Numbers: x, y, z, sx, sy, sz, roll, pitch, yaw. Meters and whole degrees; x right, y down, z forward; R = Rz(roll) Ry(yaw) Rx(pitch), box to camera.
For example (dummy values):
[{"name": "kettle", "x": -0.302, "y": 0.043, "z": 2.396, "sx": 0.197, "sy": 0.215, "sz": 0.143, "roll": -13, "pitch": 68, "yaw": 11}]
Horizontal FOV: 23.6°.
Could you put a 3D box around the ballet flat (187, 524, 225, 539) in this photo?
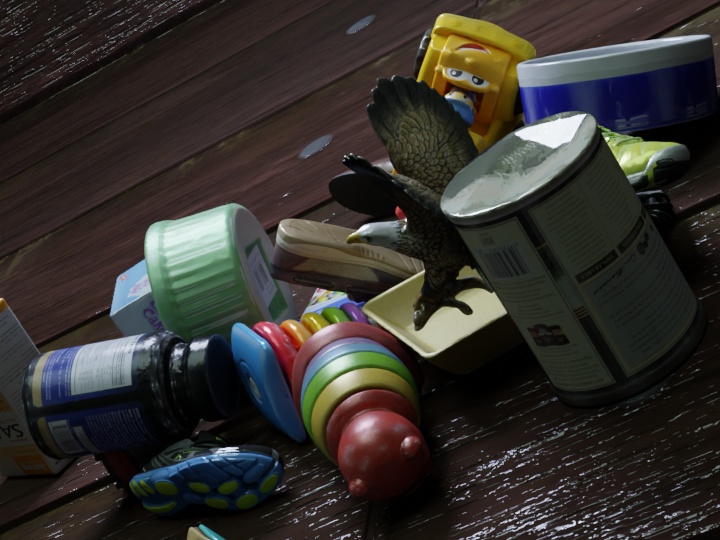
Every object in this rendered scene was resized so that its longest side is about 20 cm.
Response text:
[{"name": "ballet flat", "x": -0.109, "y": 0.262, "z": 1.445, "sx": 0.063, "sy": 0.069, "sz": 0.200, "roll": -54, "pitch": 24, "yaw": -14}]

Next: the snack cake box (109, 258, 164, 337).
[{"name": "snack cake box", "x": -0.224, "y": 0.057, "z": 1.969, "sx": 0.067, "sy": 0.115, "sz": 0.200, "roll": -32, "pitch": 14, "yaw": 2}]

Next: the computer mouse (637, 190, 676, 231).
[{"name": "computer mouse", "x": 0.244, "y": -0.047, "z": 1.580, "sx": 0.109, "sy": 0.044, "sz": 0.200, "roll": -9, "pitch": 2, "yaw": 17}]

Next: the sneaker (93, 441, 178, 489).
[{"name": "sneaker", "x": -0.230, "y": 0.156, "z": 1.852, "sx": 0.098, "sy": 0.071, "sz": 0.200, "roll": -31, "pitch": 23, "yaw": 7}]

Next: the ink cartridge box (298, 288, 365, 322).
[{"name": "ink cartridge box", "x": 0.003, "y": 0.023, "z": 1.852, "sx": 0.119, "sy": 0.042, "sz": 0.200, "roll": -21, "pitch": 25, "yaw": 30}]

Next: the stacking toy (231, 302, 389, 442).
[{"name": "stacking toy", "x": -0.019, "y": 0.072, "z": 1.708, "sx": 0.200, "sy": 0.116, "sz": 0.110, "roll": -27, "pitch": 21, "yaw": -16}]

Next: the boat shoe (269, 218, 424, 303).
[{"name": "boat shoe", "x": 0.000, "y": 0.000, "z": 1.743, "sx": 0.065, "sy": 0.200, "sz": 0.072, "roll": -65, "pitch": 29, "yaw": 23}]

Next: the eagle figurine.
[{"name": "eagle figurine", "x": 0.058, "y": -0.051, "z": 1.508, "sx": 0.151, "sy": 0.200, "sz": 0.152, "roll": -24, "pitch": 38, "yaw": -25}]

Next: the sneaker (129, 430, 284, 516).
[{"name": "sneaker", "x": -0.146, "y": 0.186, "z": 1.656, "sx": 0.199, "sy": 0.071, "sz": 0.083, "roll": -14, "pitch": 34, "yaw": 48}]

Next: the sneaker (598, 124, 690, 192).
[{"name": "sneaker", "x": 0.207, "y": -0.101, "z": 1.545, "sx": 0.075, "sy": 0.077, "sz": 0.200, "roll": -8, "pitch": 2, "yaw": -42}]

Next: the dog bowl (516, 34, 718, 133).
[{"name": "dog bowl", "x": 0.264, "y": -0.188, "z": 1.768, "sx": 0.200, "sy": 0.079, "sz": 0.200, "roll": -9, "pitch": 9, "yaw": 1}]

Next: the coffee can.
[{"name": "coffee can", "x": 0.178, "y": -0.010, "z": 1.430, "sx": 0.146, "sy": 0.200, "sz": 0.146, "roll": -28, "pitch": 21, "yaw": 12}]

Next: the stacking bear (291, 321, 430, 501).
[{"name": "stacking bear", "x": 0.007, "y": 0.133, "z": 1.508, "sx": 0.121, "sy": 0.114, "sz": 0.200, "roll": -33, "pitch": 25, "yaw": 2}]

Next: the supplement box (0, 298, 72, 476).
[{"name": "supplement box", "x": -0.411, "y": 0.137, "z": 1.974, "sx": 0.126, "sy": 0.200, "sz": 0.074, "roll": -11, "pitch": 27, "yaw": 48}]

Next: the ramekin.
[{"name": "ramekin", "x": -0.143, "y": 0.026, "z": 1.845, "sx": 0.098, "sy": 0.200, "sz": 0.200, "roll": -21, "pitch": 22, "yaw": 11}]

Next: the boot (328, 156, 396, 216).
[{"name": "boot", "x": 0.076, "y": -0.153, "z": 2.098, "sx": 0.186, "sy": 0.064, "sz": 0.200, "roll": -3, "pitch": 37, "yaw": 31}]

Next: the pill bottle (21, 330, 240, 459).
[{"name": "pill bottle", "x": -0.227, "y": 0.122, "z": 1.724, "sx": 0.200, "sy": 0.112, "sz": 0.112, "roll": -10, "pitch": 27, "yaw": 17}]

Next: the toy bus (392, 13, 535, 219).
[{"name": "toy bus", "x": 0.096, "y": -0.146, "z": 1.860, "sx": 0.200, "sy": 0.136, "sz": 0.192, "roll": 102, "pitch": -167, "yaw": -47}]

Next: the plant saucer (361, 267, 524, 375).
[{"name": "plant saucer", "x": 0.122, "y": 0.029, "z": 1.619, "sx": 0.200, "sy": 0.049, "sz": 0.200, "roll": -29, "pitch": 19, "yaw": -10}]
